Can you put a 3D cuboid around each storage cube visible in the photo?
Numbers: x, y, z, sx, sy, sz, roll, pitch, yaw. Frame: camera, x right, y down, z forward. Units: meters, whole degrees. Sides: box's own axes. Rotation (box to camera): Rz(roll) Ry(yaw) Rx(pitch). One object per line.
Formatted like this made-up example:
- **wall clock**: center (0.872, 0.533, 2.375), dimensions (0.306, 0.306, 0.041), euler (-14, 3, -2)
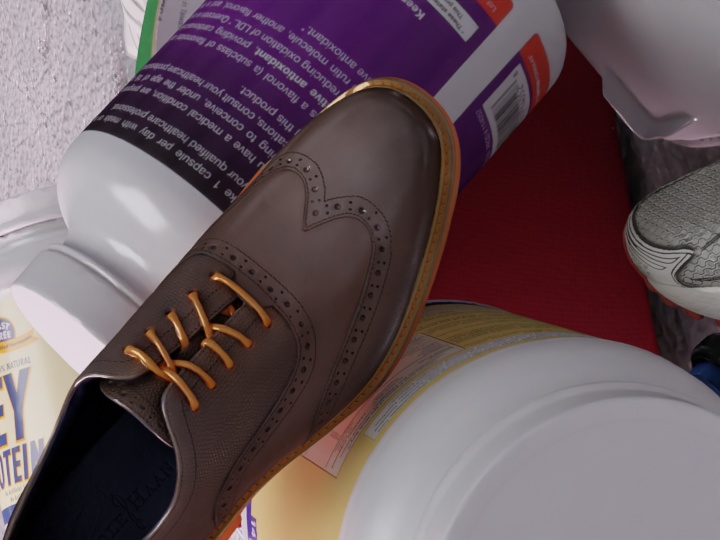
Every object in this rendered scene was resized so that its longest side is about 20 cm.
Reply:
- **storage cube**: center (0.000, 0.000, 0.930), dimensions (0.171, 0.199, 0.181), euler (141, 124, -60)

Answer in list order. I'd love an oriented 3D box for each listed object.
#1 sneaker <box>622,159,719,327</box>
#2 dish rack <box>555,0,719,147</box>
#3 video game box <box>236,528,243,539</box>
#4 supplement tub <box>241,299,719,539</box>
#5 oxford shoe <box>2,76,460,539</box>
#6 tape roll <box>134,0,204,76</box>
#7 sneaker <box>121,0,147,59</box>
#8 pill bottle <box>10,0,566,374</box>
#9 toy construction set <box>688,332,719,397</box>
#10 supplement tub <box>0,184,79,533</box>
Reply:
- **sneaker**: center (0.157, -0.046, 0.670), dimensions (0.200, 0.082, 0.078), euler (-27, 28, 41)
- **dish rack**: center (0.095, -0.115, 0.752), dimensions (0.200, 0.044, 0.171), euler (47, 159, -18)
- **video game box**: center (-0.045, 0.085, 1.096), dimensions (0.200, 0.047, 0.182), euler (55, 159, 13)
- **supplement tub**: center (0.050, 0.088, 0.721), dimensions (0.200, 0.145, 0.146), euler (-164, 69, -74)
- **oxford shoe**: center (-0.039, 0.028, 0.666), dimensions (0.071, 0.073, 0.200), euler (34, 95, 14)
- **tape roll**: center (-0.054, -0.149, 1.081), dimensions (0.200, 0.048, 0.201), euler (-165, 90, -71)
- **sneaker**: center (-0.115, -0.168, 1.249), dimensions (0.099, 0.078, 0.201), euler (121, 135, -56)
- **pill bottle**: center (-0.027, -0.041, 0.772), dimensions (0.112, 0.200, 0.113), euler (38, 163, 13)
- **toy construction set**: center (0.164, 0.072, 0.749), dimensions (0.131, 0.092, 0.200), euler (43, 147, 16)
- **supplement tub**: center (-0.150, 0.058, 1.293), dimensions (0.145, 0.144, 0.201), euler (-32, 68, 61)
